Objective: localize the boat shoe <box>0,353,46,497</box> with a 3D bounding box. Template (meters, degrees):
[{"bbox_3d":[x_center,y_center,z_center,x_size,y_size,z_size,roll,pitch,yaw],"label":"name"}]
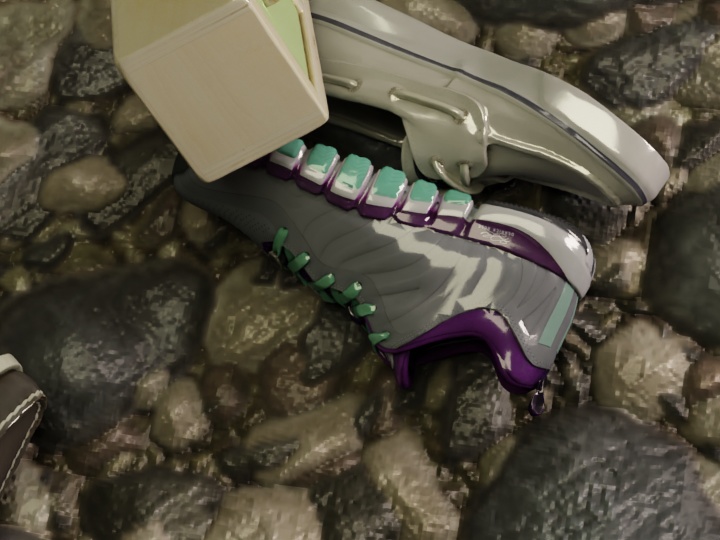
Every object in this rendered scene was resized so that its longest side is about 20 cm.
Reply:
[{"bbox_3d":[-0.192,0.133,0.975,0.060,0.072,0.202,32,84,15],"label":"boat shoe"}]

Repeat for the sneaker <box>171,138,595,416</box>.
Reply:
[{"bbox_3d":[0.000,0.000,0.994,0.199,0.074,0.088,15,77,14],"label":"sneaker"}]

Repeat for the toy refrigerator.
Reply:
[{"bbox_3d":[-0.066,-0.139,1.005,0.070,0.076,0.201,-25,38,13],"label":"toy refrigerator"}]

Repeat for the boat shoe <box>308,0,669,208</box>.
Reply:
[{"bbox_3d":[0.042,-0.066,1.013,0.199,0.072,0.066,28,80,19],"label":"boat shoe"}]
